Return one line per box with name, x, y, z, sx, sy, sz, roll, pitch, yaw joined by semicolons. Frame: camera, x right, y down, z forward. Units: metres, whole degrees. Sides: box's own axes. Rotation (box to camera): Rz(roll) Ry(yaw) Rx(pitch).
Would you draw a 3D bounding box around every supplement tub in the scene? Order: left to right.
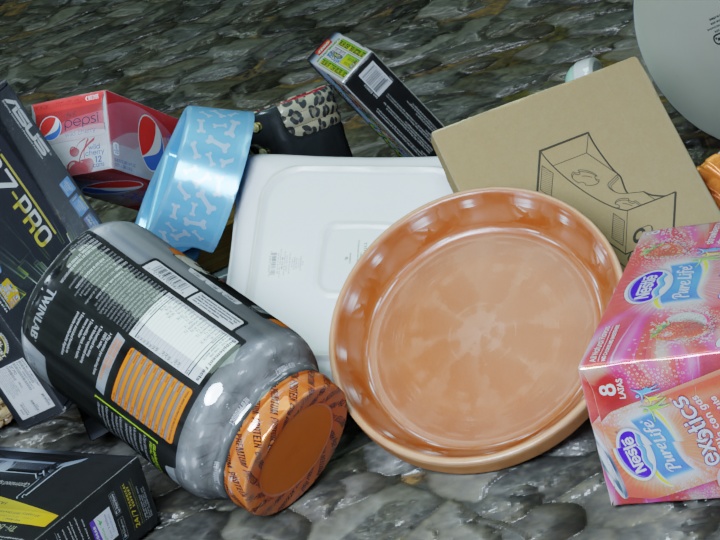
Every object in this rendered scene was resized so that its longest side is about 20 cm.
supplement tub;-0.112;0.064;1.280;0.199;0.123;0.122;34;45;27

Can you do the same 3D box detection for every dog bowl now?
dog bowl;-0.132;-0.048;1.480;0.049;0.200;0.112;18;57;-12
dog bowl;0.326;-0.206;1.639;0.199;0.201;0.079;7;32;47

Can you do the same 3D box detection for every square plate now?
square plate;0.000;0.000;1.370;0.196;0.029;0.201;1;60;9

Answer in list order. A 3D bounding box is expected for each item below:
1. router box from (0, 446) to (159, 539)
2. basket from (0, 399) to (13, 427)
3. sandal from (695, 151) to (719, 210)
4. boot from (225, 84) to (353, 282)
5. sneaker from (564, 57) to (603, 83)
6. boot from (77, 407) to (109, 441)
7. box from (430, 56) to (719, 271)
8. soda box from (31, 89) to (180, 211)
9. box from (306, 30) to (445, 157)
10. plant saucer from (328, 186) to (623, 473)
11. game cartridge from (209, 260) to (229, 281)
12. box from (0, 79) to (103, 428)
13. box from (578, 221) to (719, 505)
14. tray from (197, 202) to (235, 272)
router box;-0.254;0.174;1.278;0.199;0.053;0.157;0;26;37
basket;-0.310;0.027;1.521;0.142;0.150;0.200;15;44;43
sandal;0.228;-0.016;1.396;0.206;0.079;0.059;-33;-16;-5
boot;-0.078;-0.046;1.573;0.203;0.155;0.073;-25;11;-23
sneaker;0.150;-0.105;1.600;0.117;0.074;0.201;-13;-17;4
boot;-0.109;0.058;1.473;0.199;0.066;0.165;-30;-6;4
box;0.161;-0.035;1.355;0.162;0.201;0.021;-21;-21;-10
soda box;-0.185;-0.092;1.594;0.069;0.064;0.200;-9;-8;18
box;0.048;-0.104;1.590;0.035;0.200;0.110;-46;22;-1
plant saucer;0.077;0.039;1.285;0.199;0.032;0.202;-10;58;15
game cartridge;-0.180;0.018;1.668;0.198;0.041;0.133;-14;16;5
box;-0.244;-0.013;1.399;0.049;0.201;0.161;-24;17;27
box;0.206;0.050;1.199;0.102;0.095;0.200;-8;21;24
tray;-0.112;-0.041;1.672;0.199;0.037;0.098;-25;22;-27
